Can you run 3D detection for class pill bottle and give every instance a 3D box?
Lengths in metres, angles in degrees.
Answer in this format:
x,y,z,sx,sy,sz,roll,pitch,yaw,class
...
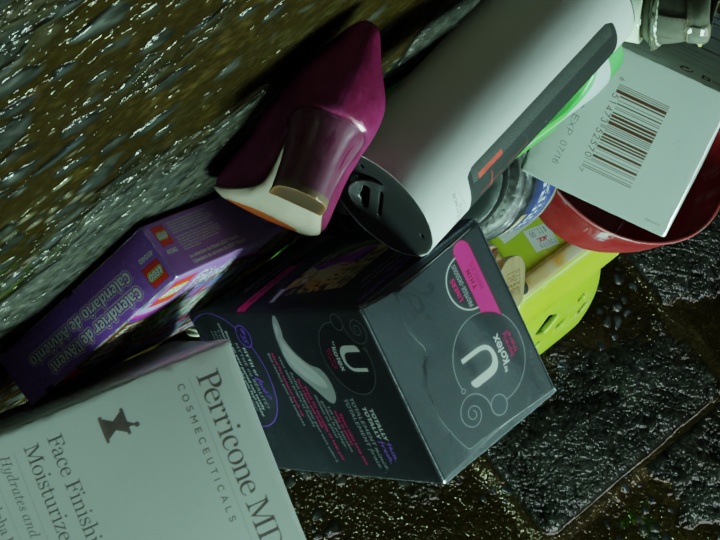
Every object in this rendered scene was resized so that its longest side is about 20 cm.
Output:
x,y,z,sx,sy,sz,roll,pitch,yaw,class
0.085,-0.078,1.427,0.112,0.112,0.200,-39,175,16,pill bottle

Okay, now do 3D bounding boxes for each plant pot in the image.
x,y,z,sx,sy,sz,roll,pitch,yaw,class
0.121,-0.016,1.823,0.199,0.199,0.182,-34,167,-31,plant pot

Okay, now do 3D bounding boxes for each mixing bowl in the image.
x,y,z,sx,sy,sz,roll,pitch,yaw,class
0.223,-0.094,1.725,0.200,0.201,0.108,-34,173,-31,mixing bowl

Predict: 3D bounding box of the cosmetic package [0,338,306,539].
x,y,z,sx,sy,sz,roll,pitch,yaw,class
-0.156,0.153,1.155,0.199,0.166,0.165,-23,-176,-16,cosmetic package

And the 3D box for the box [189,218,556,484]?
x,y,z,sx,sy,sz,roll,pitch,yaw,class
0.004,0.049,1.162,0.106,0.123,0.199,-35,-163,-30,box

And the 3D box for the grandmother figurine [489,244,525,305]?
x,y,z,sx,sy,sz,roll,pitch,yaw,class
0.037,-0.007,1.497,0.199,0.061,0.121,15,-157,40,grandmother figurine

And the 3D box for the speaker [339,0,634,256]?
x,y,z,sx,sy,sz,roll,pitch,yaw,class
0.070,-0.102,1.095,0.200,0.081,0.081,-47,179,-23,speaker

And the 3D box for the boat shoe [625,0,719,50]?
x,y,z,sx,sy,sz,roll,pitch,yaw,class
0.228,-0.208,1.259,0.202,0.060,0.073,-55,152,-47,boat shoe

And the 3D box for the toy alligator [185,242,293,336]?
x,y,z,sx,sy,sz,roll,pitch,yaw,class
-0.065,-0.008,1.368,0.200,0.059,0.055,-30,131,-55,toy alligator

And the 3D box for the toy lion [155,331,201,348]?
x,y,z,sx,sy,sz,roll,pitch,yaw,class
-0.111,0.059,1.419,0.191,0.069,0.200,-40,-167,-20,toy lion

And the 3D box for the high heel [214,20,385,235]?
x,y,z,sx,sy,sz,roll,pitch,yaw,class
-0.027,-0.075,1.037,0.097,0.067,0.200,-67,-165,-7,high heel

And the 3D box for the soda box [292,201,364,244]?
x,y,z,sx,sy,sz,roll,pitch,yaw,class
0.000,0.000,1.338,0.071,0.063,0.200,-52,160,-21,soda box

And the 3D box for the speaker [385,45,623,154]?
x,y,z,sx,sy,sz,roll,pitch,yaw,class
0.073,-0.106,1.224,0.199,0.089,0.088,-37,175,-12,speaker

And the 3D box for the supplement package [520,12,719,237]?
x,y,z,sx,sy,sz,roll,pitch,yaw,class
0.205,-0.128,1.383,0.200,0.117,0.118,-54,168,-66,supplement package

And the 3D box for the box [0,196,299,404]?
x,y,z,sx,sy,sz,roll,pitch,yaw,class
-0.120,0.008,1.176,0.137,0.039,0.200,-40,174,27,box
